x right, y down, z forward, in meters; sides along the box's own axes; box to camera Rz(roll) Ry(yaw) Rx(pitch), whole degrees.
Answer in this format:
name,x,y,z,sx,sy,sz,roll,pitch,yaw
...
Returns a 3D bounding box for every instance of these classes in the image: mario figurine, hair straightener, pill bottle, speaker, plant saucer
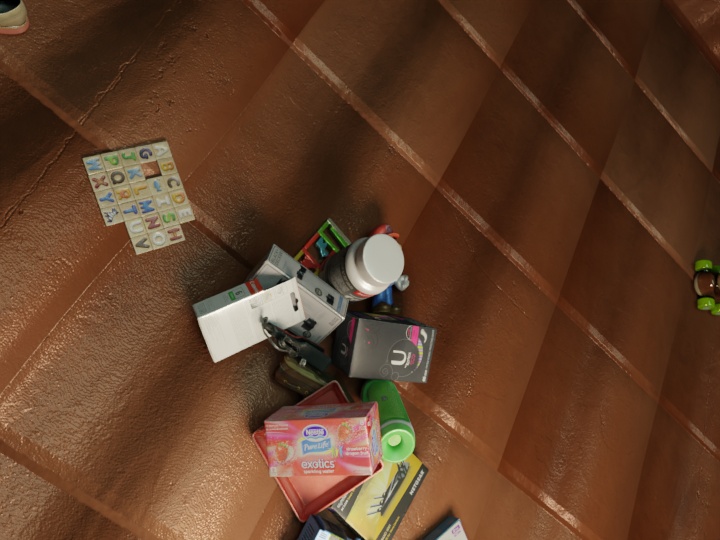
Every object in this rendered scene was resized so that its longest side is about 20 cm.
name,x,y,z,sx,sy,sz,roll,pitch,yaw
mario figurine,0.066,-0.006,1.250,0.102,0.123,0.207,-3,83,-5
hair straightener,-0.121,0.147,1.069,0.041,0.077,0.200,-44,132,1
pill bottle,0.000,0.000,1.137,0.111,0.199,0.118,7,74,-27
speaker,0.051,0.294,1.118,0.085,0.201,0.091,-3,110,-9
plant saucer,-0.083,0.351,1.087,0.196,0.037,0.204,-31,94,-4

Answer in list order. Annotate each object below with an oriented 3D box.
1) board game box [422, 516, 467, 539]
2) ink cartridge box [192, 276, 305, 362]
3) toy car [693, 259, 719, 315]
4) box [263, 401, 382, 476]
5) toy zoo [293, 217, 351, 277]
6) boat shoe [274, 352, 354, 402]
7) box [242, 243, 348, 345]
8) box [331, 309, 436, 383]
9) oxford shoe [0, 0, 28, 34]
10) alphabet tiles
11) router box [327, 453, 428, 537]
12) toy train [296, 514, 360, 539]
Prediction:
name,x,y,z,sx,sy,sz,roll,pitch,yaw
board game box,0.194,0.675,1.199,0.150,0.040,0.205,-23,89,-32
ink cartridge box,-0.210,0.082,1.058,0.196,0.050,0.112,-24,127,-19
toy car,1.259,0.043,1.864,0.154,0.199,0.170,15,71,-24
box,-0.065,0.302,0.994,0.193,0.094,0.106,-6,91,15
toy zoo,-0.086,-0.001,1.218,0.132,0.020,0.201,47,60,-12
boat shoe,-0.092,0.242,1.135,0.199,0.072,0.068,39,95,-21
box,-0.133,0.054,1.116,0.198,0.117,0.061,36,34,-16
box,0.050,0.163,1.188,0.195,0.105,0.127,9,93,-27
oxford shoe,-0.690,-0.460,0.957,0.196,0.074,0.073,-18,87,-31
alphabet tiles,-0.422,-0.141,1.071,0.164,0.007,0.205,-20,88,-32
router box,0.035,0.453,1.157,0.157,0.052,0.202,44,61,-13
toy train,-0.042,0.561,1.055,0.198,0.086,0.116,34,82,-17
